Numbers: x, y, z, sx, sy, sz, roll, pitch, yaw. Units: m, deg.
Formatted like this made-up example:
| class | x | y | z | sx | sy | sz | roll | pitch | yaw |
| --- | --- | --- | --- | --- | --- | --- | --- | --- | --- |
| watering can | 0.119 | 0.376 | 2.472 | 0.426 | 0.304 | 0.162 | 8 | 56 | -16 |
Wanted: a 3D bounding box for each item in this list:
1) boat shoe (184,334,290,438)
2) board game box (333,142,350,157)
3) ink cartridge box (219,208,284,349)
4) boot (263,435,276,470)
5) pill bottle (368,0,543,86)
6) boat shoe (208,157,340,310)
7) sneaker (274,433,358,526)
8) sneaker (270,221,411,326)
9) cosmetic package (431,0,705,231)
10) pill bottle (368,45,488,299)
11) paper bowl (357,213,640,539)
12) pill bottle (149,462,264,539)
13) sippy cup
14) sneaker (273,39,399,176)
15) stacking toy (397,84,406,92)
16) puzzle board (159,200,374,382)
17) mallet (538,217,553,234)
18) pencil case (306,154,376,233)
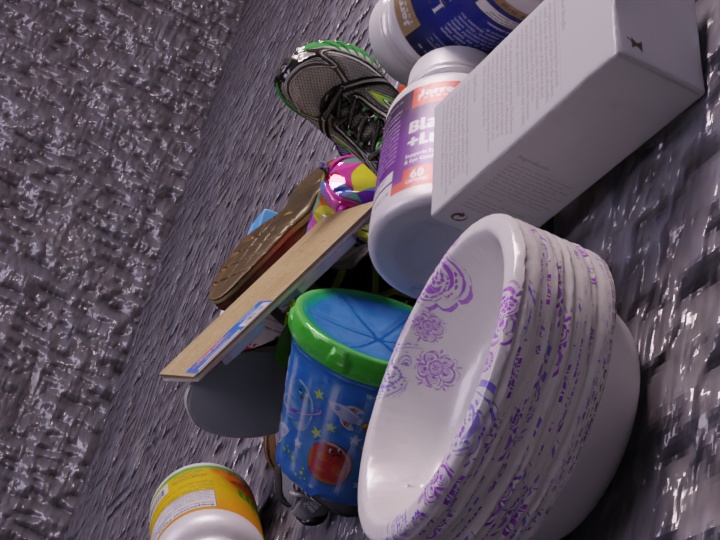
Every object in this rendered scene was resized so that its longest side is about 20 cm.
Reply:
| class | x | y | z | sx | sy | sz | roll | pitch | yaw |
| --- | --- | --- | --- | --- | --- | --- | --- | --- | --- |
| boat shoe | -0.052 | 0.087 | 1.215 | 0.064 | 0.199 | 0.071 | -165 | 62 | -72 |
| board game box | 0.005 | -0.118 | 1.451 | 0.032 | 0.120 | 0.200 | -32 | 14 | -5 |
| ink cartridge box | -0.084 | 0.054 | 1.503 | 0.067 | 0.116 | 0.201 | 143 | 147 | -67 |
| boot | -0.027 | 0.103 | 1.320 | 0.201 | 0.073 | 0.075 | -64 | 24 | 7 |
| pill bottle | 0.094 | -0.226 | 1.205 | 0.200 | 0.115 | 0.116 | -28 | 41 | 57 |
| boat shoe | -0.065 | -0.025 | 1.453 | 0.200 | 0.068 | 0.072 | -46 | 22 | -19 |
| sneaker | -0.028 | 0.177 | 1.231 | 0.200 | 0.075 | 0.116 | -124 | 33 | -61 |
| sneaker | 0.000 | 0.000 | 1.277 | 0.199 | 0.076 | 0.076 | -16 | 27 | 30 |
| cosmetic package | 0.129 | -0.110 | 0.959 | 0.200 | 0.071 | 0.102 | -42 | 36 | 47 |
| pill bottle | 0.069 | -0.081 | 1.129 | 0.200 | 0.111 | 0.112 | -82 | 19 | -45 |
| paper bowl | 0.084 | 0.077 | 0.838 | 0.201 | 0.104 | 0.201 | -158 | 90 | -76 |
| pill bottle | -0.147 | 0.271 | 1.417 | 0.111 | 0.111 | 0.200 | -66 | 14 | 8 |
| sippy cup | -0.002 | 0.100 | 1.098 | 0.178 | 0.139 | 0.131 | -84 | 11 | -70 |
| sneaker | 0.014 | -0.127 | 1.259 | 0.078 | 0.200 | 0.085 | -51 | 29 | 19 |
| stacking toy | 0.074 | -0.189 | 1.378 | 0.085 | 0.085 | 0.200 | -90 | 19 | -58 |
| puzzle board | -0.072 | 0.021 | 1.179 | 0.200 | 0.017 | 0.151 | -45 | 10 | -15 |
| mallet | 0.128 | -0.071 | 1.059 | 0.066 | 0.041 | 0.201 | 134 | 151 | -54 |
| pencil case | -0.020 | -0.017 | 1.371 | 0.089 | 0.088 | 0.200 | -82 | 7 | -46 |
